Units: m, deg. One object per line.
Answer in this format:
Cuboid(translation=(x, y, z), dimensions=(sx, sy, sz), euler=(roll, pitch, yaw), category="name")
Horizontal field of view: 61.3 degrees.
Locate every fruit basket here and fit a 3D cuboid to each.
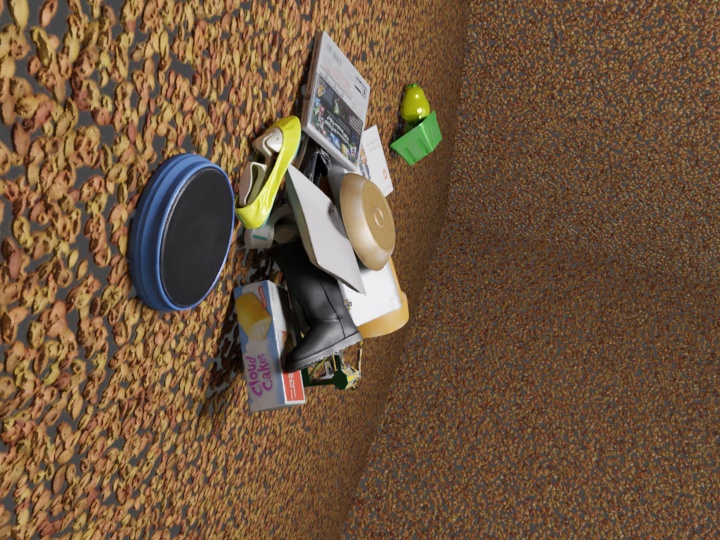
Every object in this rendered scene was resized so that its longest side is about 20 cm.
Cuboid(translation=(0.164, -0.462, 1.897), dimensions=(0.214, 0.153, 0.221), euler=(39, 36, -36), category="fruit basket")

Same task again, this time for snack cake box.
Cuboid(translation=(-0.153, 0.130, 1.031), dimensions=(0.115, 0.065, 0.207), euler=(50, 29, -75), category="snack cake box")

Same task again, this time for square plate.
Cuboid(translation=(-0.065, -0.064, 1.054), dimensions=(0.198, 0.028, 0.205), euler=(37, 30, -61), category="square plate")

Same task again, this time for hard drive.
Cuboid(translation=(0.000, 0.000, 1.258), dimensions=(0.137, 0.033, 0.207), euler=(-19, 92, -33), category="hard drive")

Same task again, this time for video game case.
Cuboid(translation=(-0.044, -0.314, 1.154), dimensions=(0.199, 0.023, 0.189), euler=(30, 66, -60), category="video game case")

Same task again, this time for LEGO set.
Cuboid(translation=(-0.056, 0.142, 1.213), dimensions=(0.115, 0.151, 0.206), euler=(-9, 80, -57), category="LEGO set")

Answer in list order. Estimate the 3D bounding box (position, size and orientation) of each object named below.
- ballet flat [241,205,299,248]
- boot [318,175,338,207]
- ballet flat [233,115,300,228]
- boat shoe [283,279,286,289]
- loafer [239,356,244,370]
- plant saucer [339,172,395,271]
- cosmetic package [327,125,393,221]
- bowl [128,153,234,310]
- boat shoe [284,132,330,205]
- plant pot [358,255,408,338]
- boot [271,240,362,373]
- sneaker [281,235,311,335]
Cuboid(translation=(-0.140, -0.069, 1.063), dimensions=(0.200, 0.067, 0.072), euler=(-37, 140, -71), category="ballet flat")
Cuboid(translation=(-0.043, -0.139, 1.339), dimensions=(0.200, 0.068, 0.150), euler=(18, 74, -70), category="boot")
Cuboid(translation=(-0.148, -0.165, 0.948), dimensions=(0.067, 0.065, 0.206), euler=(37, 67, -53), category="ballet flat")
Cuboid(translation=(-0.083, -0.014, 1.276), dimensions=(0.196, 0.073, 0.070), euler=(-19, 162, -30), category="boat shoe")
Cuboid(translation=(-0.169, 0.155, 1.160), dimensions=(0.200, 0.067, 0.078), euler=(-2, 106, -77), category="loafer")
Cuboid(translation=(0.024, -0.103, 1.217), dimensions=(0.200, 0.034, 0.206), euler=(41, 41, -49), category="plant saucer")
Cuboid(translation=(-0.003, -0.213, 1.310), dimensions=(0.200, 0.050, 0.155), euler=(-45, 125, -55), category="cosmetic package")
Cuboid(translation=(-0.223, -0.046, 0.787), dimensions=(0.200, 0.038, 0.208), euler=(15, 89, -77), category="bowl")
Cuboid(translation=(-0.086, -0.208, 1.163), dimensions=(0.075, 0.060, 0.205), euler=(75, 30, -62), category="boat shoe")
Cuboid(translation=(0.012, 0.034, 1.453), dimensions=(0.200, 0.193, 0.190), euler=(-46, 132, -65), category="plant pot")
Cuboid(translation=(-0.097, 0.052, 1.025), dimensions=(0.162, 0.065, 0.205), euler=(-18, 82, -45), category="boot")
Cuboid(translation=(-0.083, 0.018, 1.126), dimensions=(0.077, 0.110, 0.205), euler=(82, -2, -56), category="sneaker")
